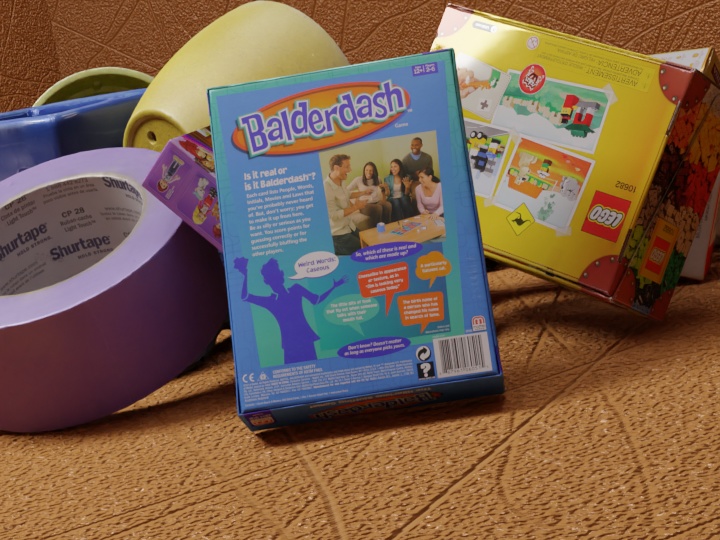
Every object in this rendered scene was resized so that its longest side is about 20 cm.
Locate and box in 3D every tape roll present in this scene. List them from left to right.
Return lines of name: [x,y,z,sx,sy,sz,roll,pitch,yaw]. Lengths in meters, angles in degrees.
tape roll: [-0.191,0.008,1.115,0.198,0.086,0.201,-12,33,8]

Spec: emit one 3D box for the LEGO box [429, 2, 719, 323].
LEGO box: [0.123,-0.072,1.094,0.199,0.150,0.077,22,1,37]

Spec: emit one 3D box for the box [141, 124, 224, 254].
box: [-0.030,-0.019,1.085,0.039,0.199,0.137,-53,-6,21]

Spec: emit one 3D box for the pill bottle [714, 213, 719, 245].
pill bottle: [0.255,-0.081,1.321,0.112,0.114,0.200,-11,9,-8]

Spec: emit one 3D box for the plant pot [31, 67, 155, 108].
plant pot: [-0.264,-0.098,1.787,0.198,0.203,0.184,-11,-1,-10]

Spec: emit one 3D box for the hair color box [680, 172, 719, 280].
hair color box: [0.158,-0.069,1.204,0.198,0.112,0.064,11,13,15]

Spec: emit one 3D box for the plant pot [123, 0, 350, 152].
plant pot: [-0.108,-0.103,1.379,0.199,0.202,0.141,0,20,44]

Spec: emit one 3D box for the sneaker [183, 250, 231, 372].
sneaker: [-0.127,0.020,1.208,0.075,0.079,0.199,-4,17,39]

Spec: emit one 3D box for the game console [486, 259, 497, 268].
game console: [0.059,-0.068,1.429,0.170,0.120,0.200,-10,9,-5]

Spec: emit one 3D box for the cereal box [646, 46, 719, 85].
cereal box: [0.238,-0.119,1.491,0.198,0.144,0.040,-4,42,36]

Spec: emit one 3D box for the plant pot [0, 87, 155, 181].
plant pot: [-0.262,-0.052,1.471,0.198,0.182,0.199,-3,12,31]

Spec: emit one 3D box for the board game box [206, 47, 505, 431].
board game box: [-0.004,-0.019,0.980,0.150,0.202,0.045,-8,-18,4]
